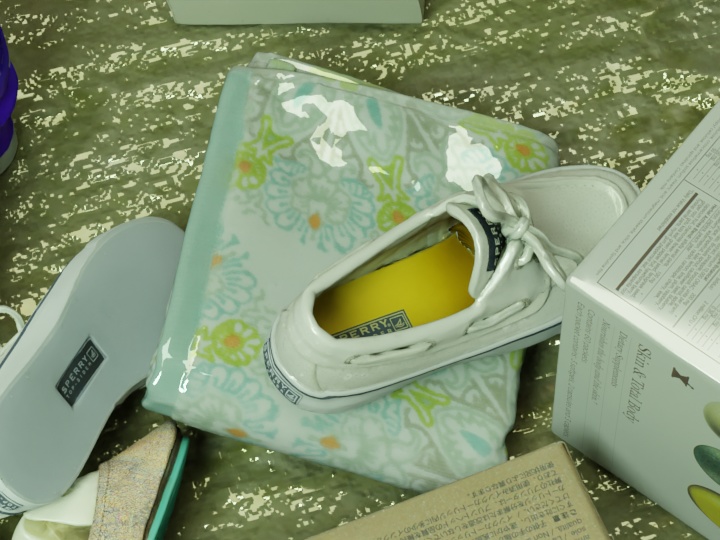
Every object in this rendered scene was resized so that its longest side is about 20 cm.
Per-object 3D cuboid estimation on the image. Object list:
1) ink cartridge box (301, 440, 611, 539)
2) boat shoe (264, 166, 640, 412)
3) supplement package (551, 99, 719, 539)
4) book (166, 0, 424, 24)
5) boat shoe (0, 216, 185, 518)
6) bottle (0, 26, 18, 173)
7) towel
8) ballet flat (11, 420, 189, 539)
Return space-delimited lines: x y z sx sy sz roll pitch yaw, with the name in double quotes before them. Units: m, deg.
"ink cartridge box" 0.029 0.187 1.022 0.200 0.075 0.165 -20 61 -8
"boat shoe" 0.052 -0.008 1.063 0.202 0.086 0.075 -21 71 -24
"supplement package" 0.208 0.042 1.047 0.200 0.152 0.151 34 68 19
"book" -0.027 -0.222 1.290 0.133 0.048 0.200 0 61 8
"boat shoe" -0.144 0.051 1.115 0.086 0.075 0.202 -22 24 36
"bottle" -0.204 -0.114 1.143 0.065 0.200 0.084 -20 59 -8
"towel" 0.000 0.000 1.129 0.171 0.048 0.200 15 61 -4
"ballet flat" -0.124 0.139 1.047 0.067 0.068 0.200 17 47 -5
